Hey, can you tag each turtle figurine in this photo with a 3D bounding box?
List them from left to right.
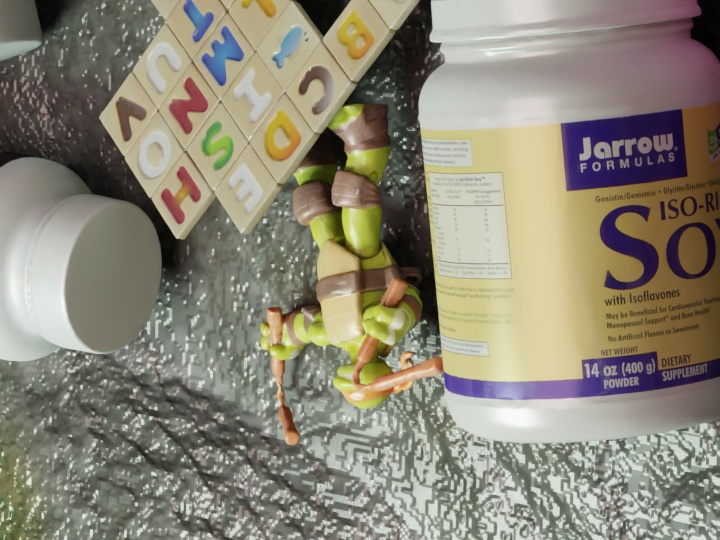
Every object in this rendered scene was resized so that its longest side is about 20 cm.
[{"bbox_3d":[0.000,0.000,1.477,0.200,0.064,0.163,163,99,-68],"label":"turtle figurine"}]

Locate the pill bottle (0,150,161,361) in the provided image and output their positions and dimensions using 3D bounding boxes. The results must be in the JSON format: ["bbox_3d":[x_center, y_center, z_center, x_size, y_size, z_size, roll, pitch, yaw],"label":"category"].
[{"bbox_3d":[-0.210,-0.012,1.609,0.199,0.111,0.112,11,105,34],"label":"pill bottle"}]

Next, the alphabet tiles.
[{"bbox_3d":[-0.059,-0.122,1.497,0.200,0.008,0.167,-52,50,22],"label":"alphabet tiles"}]

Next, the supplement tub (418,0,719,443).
[{"bbox_3d":[0.102,-0.031,1.354,0.145,0.145,0.202,-1,98,36],"label":"supplement tub"}]

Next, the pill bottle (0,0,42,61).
[{"bbox_3d":[-0.241,-0.210,1.596,0.113,0.113,0.201,-15,90,37],"label":"pill bottle"}]
